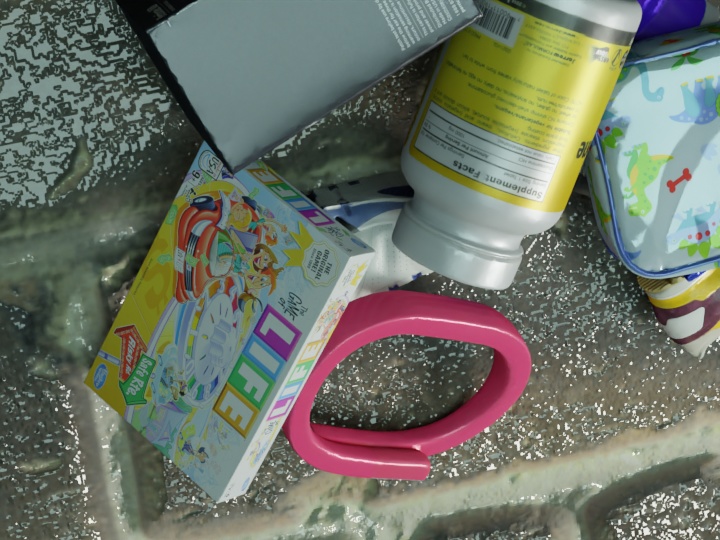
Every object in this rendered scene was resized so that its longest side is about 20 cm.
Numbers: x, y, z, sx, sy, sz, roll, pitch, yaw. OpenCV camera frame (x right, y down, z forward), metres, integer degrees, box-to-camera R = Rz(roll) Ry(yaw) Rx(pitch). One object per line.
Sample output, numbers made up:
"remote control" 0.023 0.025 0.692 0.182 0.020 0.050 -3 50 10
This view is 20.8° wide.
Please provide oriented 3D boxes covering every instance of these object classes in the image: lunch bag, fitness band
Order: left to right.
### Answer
"fitness band" 0.030 0.080 1.364 0.199 0.037 0.144 9 121 -40
"lunch bag" 0.248 -0.085 1.318 0.199 0.082 0.162 -15 102 0

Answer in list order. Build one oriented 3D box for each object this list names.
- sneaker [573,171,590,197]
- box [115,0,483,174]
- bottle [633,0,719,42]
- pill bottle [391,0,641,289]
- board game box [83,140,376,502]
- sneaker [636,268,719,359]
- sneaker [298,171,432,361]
"sneaker" 0.215 -0.088 1.397 0.199 0.075 0.107 23 102 -9
"box" -0.046 -0.167 1.237 0.181 0.200 0.105 -31 108 -3
"bottle" 0.157 -0.212 1.347 0.199 0.065 0.084 30 96 -19
"pill bottle" 0.093 -0.096 1.249 0.112 0.113 0.201 16 106 -17
"board game box" -0.090 0.033 1.298 0.134 0.034 0.201 38 114 22
"sneaker" 0.300 -0.019 1.437 0.199 0.075 0.090 -34 120 1
"sneaker" -0.001 0.000 1.363 0.198 0.081 0.116 -7 109 -5
